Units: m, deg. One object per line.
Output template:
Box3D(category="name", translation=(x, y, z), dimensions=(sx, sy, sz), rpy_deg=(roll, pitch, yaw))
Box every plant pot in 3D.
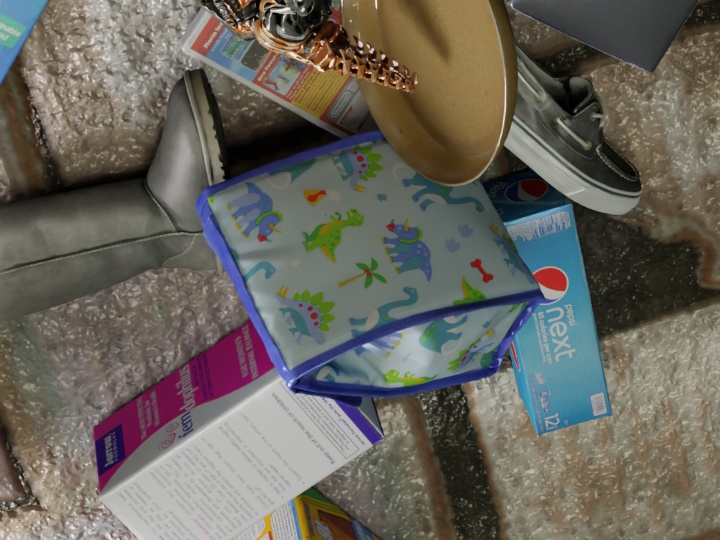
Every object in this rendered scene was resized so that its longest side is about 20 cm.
Box3D(category="plant pot", translation=(0.051, -0.157, 1.604), dimensions=(0.027, 0.200, 0.200), rpy_deg=(-20, 125, -27))

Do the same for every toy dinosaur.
Box3D(category="toy dinosaur", translation=(-0.043, -0.197, 1.612), dimensions=(0.200, 0.102, 0.136), rpy_deg=(23, 137, -14))

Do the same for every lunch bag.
Box3D(category="lunch bag", translation=(0.000, 0.000, 1.668), dimensions=(0.200, 0.170, 0.128), rpy_deg=(-10, 146, -32))

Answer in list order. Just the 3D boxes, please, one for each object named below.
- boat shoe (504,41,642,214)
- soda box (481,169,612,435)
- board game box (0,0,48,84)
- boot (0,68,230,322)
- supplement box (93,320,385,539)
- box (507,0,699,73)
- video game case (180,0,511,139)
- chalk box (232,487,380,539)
Box3D(category="boat shoe", translation=(0.148, -0.109, 1.723), dimensions=(0.200, 0.072, 0.071), rpy_deg=(31, 113, -33))
Box3D(category="soda box", translation=(0.142, 0.024, 1.809), dimensions=(0.064, 0.068, 0.200), rpy_deg=(-15, 121, -3))
Box3D(category="board game box", translation=(-0.296, -0.199, 1.610), dimensions=(0.152, 0.045, 0.200), rpy_deg=(24, 112, -22))
Box3D(category="boot", translation=(-0.194, -0.052, 1.710), dimensions=(0.200, 0.073, 0.182), rpy_deg=(-6, 119, 0))
Box3D(category="supplement box", translation=(-0.097, 0.126, 1.804), dimensions=(0.200, 0.101, 0.103), rpy_deg=(-35, 120, 10))
Box3D(category="box", translation=(0.175, -0.274, 1.568), dimensions=(0.123, 0.198, 0.200), rpy_deg=(22, 113, -22))
Box3D(category="video game case", translation=(-0.010, -0.173, 1.697), dimensions=(0.200, 0.017, 0.143), rpy_deg=(28, 111, -24))
Box3D(category="chalk box", translation=(-0.017, 0.289, 1.902), dimensions=(0.124, 0.125, 0.200), rpy_deg=(-44, 119, 15))
